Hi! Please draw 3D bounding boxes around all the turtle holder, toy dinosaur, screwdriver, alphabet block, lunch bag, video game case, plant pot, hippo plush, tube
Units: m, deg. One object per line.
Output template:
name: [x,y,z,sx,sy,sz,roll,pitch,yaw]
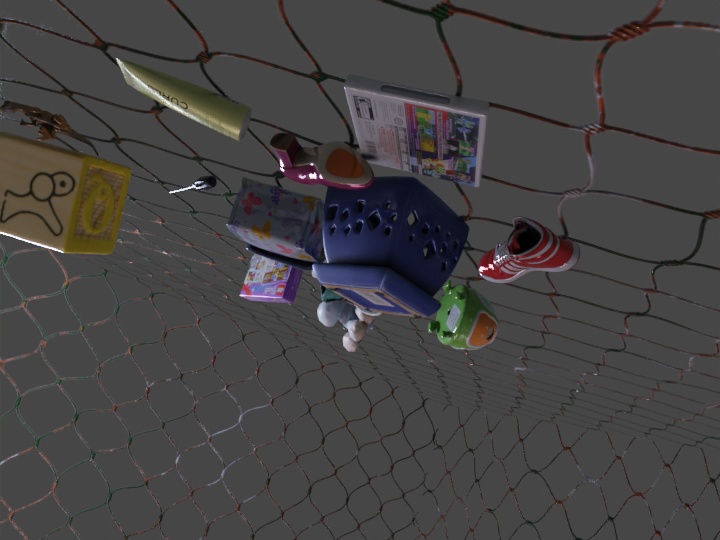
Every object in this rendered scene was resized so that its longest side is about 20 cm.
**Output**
turtle holder: [0.233,0.112,1.548,0.129,0.145,0.185,19,165,-14]
toy dinosaur: [-0.570,-0.273,1.287,0.198,0.061,0.106,29,-171,-33]
screwdriver: [-0.352,-0.177,1.417,0.028,0.030,0.198,27,167,-36]
alphabet block: [-0.617,-0.152,1.394,0.195,0.201,0.196,16,-176,8]
lunch bag: [-0.144,-0.080,1.324,0.165,0.131,0.200,17,173,10]
video game case: [0.077,-0.179,0.901,0.177,0.024,0.201,15,164,12]
plant pot: [0.045,-0.032,1.159,0.196,0.184,0.199,5,162,41]
hippo plush: [-0.031,0.106,1.923,0.159,0.162,0.200,32,-150,7]
tube: [-0.256,-0.249,0.989,0.196,0.052,0.059,24,125,-3]

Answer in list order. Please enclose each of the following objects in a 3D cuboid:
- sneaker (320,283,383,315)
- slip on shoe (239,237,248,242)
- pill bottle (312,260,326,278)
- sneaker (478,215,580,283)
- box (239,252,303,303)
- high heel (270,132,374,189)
sneaker: [-0.033,0.053,1.670,0.119,0.086,0.198,5,-166,-40]
slip on shoe: [-0.202,-0.059,1.593,0.195,0.063,0.074,15,168,16]
pill bottle: [0.000,0.000,1.467,0.195,0.115,0.112,16,166,8]
sneaker: [0.251,-0.033,1.133,0.111,0.073,0.198,22,158,-35]
box: [-0.215,0.006,1.693,0.039,0.140,0.197,27,163,-37]
high heel: [-0.051,-0.147,1.044,0.196,0.068,0.096,18,158,29]
